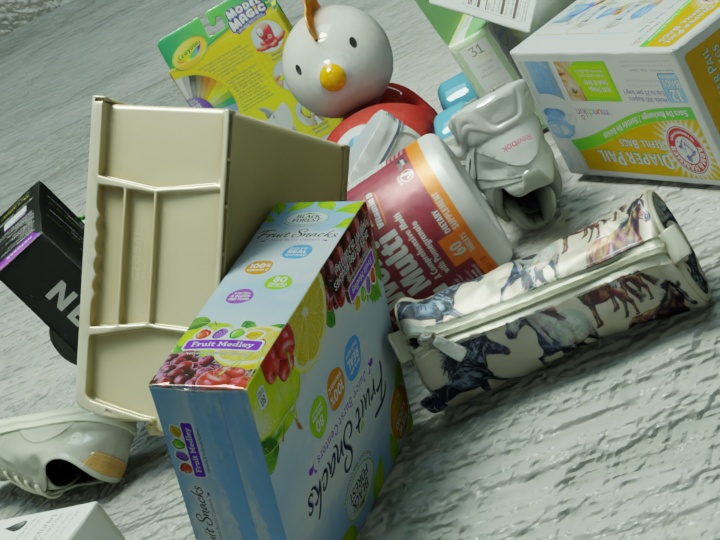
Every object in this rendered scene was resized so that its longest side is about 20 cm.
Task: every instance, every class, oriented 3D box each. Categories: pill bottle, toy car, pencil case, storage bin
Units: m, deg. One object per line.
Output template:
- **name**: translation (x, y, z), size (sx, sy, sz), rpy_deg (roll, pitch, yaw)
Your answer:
- **pill bottle**: translation (0.000, 0.000, 1.306), size (0.199, 0.110, 0.110), rpy_deg (-34, 19, 8)
- **toy car**: translation (-0.009, -0.147, 1.534), size (0.183, 0.201, 0.177), rpy_deg (-27, 17, 15)
- **pencil case**: translation (0.118, 0.019, 1.135), size (0.199, 0.078, 0.089), rpy_deg (-24, 0, 21)
- **storage bin**: translation (-0.089, 0.002, 1.171), size (0.093, 0.200, 0.200), rpy_deg (3, -2, 20)

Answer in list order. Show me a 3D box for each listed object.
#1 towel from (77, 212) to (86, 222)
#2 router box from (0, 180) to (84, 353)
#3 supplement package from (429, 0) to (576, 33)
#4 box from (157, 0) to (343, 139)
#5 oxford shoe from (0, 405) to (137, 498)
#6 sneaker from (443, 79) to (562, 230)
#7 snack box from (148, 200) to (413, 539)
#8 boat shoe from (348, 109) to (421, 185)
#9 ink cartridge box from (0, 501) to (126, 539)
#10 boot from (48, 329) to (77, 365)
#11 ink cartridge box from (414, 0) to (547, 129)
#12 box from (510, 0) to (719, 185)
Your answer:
- **towel**: translation (-0.152, 0.007, 1.441), size (0.031, 0.149, 0.200), rpy_deg (-49, 15, -19)
- **router box**: translation (-0.186, 0.034, 1.368), size (0.051, 0.200, 0.149), rpy_deg (-42, 19, 4)
- **supplement package**: translation (0.172, -0.271, 1.472), size (0.110, 0.157, 0.199), rpy_deg (23, 17, 40)
- **box**: translation (-0.089, -0.152, 1.673), size (0.117, 0.201, 0.048), rpy_deg (-28, 20, 8)
- **oxford shoe**: translation (-0.246, 0.146, 1.408), size (0.199, 0.075, 0.058), rpy_deg (-15, 61, 44)
- **sneaker**: translation (0.108, -0.072, 1.373), size (0.077, 0.100, 0.200), rpy_deg (-26, -6, 2)
- **snack box**: translation (-0.039, 0.080, 1.084), size (0.067, 0.170, 0.200), rpy_deg (1, 31, 23)
- **boat shoe**: translation (-0.006, -0.023, 1.432), size (0.201, 0.070, 0.071), rpy_deg (-61, 13, -7)
- **ink cartridge box**: translation (-0.247, 0.234, 1.165), size (0.199, 0.083, 0.147), rpy_deg (-15, 26, 38)
- **boot**: translation (-0.168, 0.007, 1.637), size (0.199, 0.070, 0.174), rpy_deg (-22, 16, 16)
- **ink cartridge box**: translation (0.101, -0.223, 1.556), size (0.048, 0.201, 0.146), rpy_deg (-25, 20, 25)
- **box**: translation (0.217, -0.136, 1.307), size (0.101, 0.113, 0.200), rpy_deg (-37, 21, -20)
